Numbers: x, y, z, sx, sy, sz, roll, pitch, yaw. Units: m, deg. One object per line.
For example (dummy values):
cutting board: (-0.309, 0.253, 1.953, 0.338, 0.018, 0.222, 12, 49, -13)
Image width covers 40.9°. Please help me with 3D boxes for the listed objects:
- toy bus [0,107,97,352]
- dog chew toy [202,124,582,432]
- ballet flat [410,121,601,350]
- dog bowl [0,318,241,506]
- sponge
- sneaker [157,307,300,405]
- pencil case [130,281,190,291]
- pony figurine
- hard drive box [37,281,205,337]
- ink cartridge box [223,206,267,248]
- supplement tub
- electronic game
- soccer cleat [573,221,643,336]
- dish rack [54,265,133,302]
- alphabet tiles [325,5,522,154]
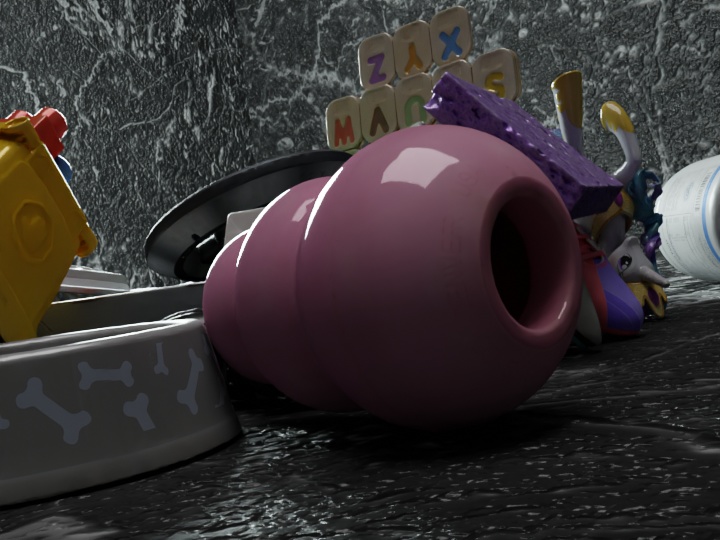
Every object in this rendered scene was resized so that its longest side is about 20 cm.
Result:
toy bus: (-0.275, -0.032, 0.628, 0.196, 0.137, 0.194, -3, 41, 24)
dog chew toy: (0.000, 0.009, 0.438, 0.123, 0.127, 0.198, -8, -1, -43)
ballet flat: (0.089, -0.032, 0.631, 0.199, 0.070, 0.069, 40, 24, 24)
dog bowl: (-0.159, 0.065, 0.472, 0.196, 0.060, 0.200, -8, 1, 0)
sponge: (0.118, -0.080, 0.655, 0.030, 0.111, 0.199, -53, -14, 16)
sneaker: (-0.055, 0.048, 0.563, 0.196, 0.061, 0.104, -5, -4, 3)
pencil case: (-0.256, 0.054, 1.007, 0.196, 0.087, 0.085, -1, -35, -1)
pony figurine: (0.181, -0.039, 0.820, 0.164, 0.204, 0.193, -10, -13, -21)
hard drive box: (-0.159, 0.053, 0.746, 0.153, 0.078, 0.200, -8, 0, -11)
ink cartridge box: (0.005, 0.017, 0.682, 0.115, 0.069, 0.199, -8, -21, 29)
supplement tub: (0.378, -0.053, 0.954, 0.129, 0.135, 0.200, -8, 1, 2)
electronic game: (-0.087, -0.045, 0.813, 0.197, 0.042, 0.200, -23, -13, -6)
soccer cleat: (0.131, -0.026, 0.700, 0.066, 0.078, 0.200, 0, 30, -37)
dish rack: (-0.315, 0.048, 0.878, 0.198, 0.044, 0.171, -31, -19, 23)
alphabet tiles: (0.052, -0.122, 0.843, 0.197, 0.200, 0.014, -10, -8, 35)
